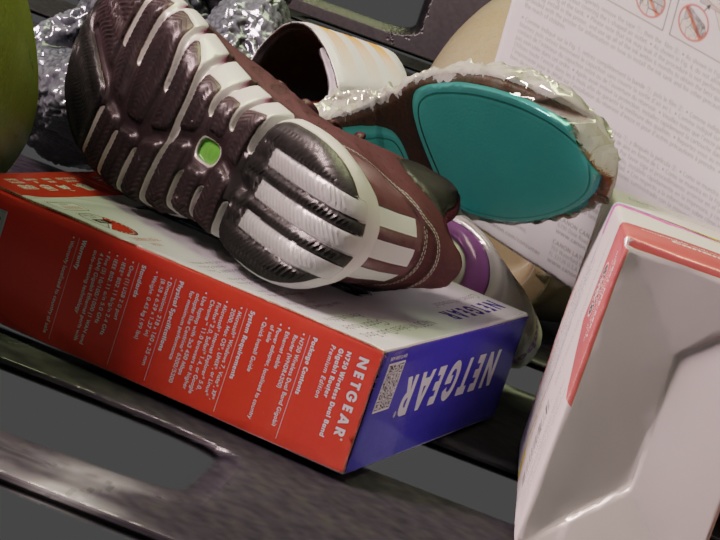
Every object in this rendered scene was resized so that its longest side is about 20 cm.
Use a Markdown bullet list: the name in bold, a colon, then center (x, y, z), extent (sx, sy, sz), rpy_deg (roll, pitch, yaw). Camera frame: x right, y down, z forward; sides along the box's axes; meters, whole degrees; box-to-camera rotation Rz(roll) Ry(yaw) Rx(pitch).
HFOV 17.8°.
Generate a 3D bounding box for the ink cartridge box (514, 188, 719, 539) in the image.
- **ink cartridge box**: center (0.108, 0.038, 0.874), extent (0.067, 0.117, 0.200), rpy_deg (19, 10, 1)

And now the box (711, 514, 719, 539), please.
- **box**: center (0.261, 0.055, 0.941), extent (0.163, 0.167, 0.200), rpy_deg (22, 9, 24)

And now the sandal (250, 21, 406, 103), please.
- **sandal**: center (-0.033, -0.081, 1.047), extent (0.205, 0.060, 0.079), rpy_deg (-5, 23, -37)

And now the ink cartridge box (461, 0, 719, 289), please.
- **ink cartridge box**: center (0.132, -0.076, 0.961), extent (0.162, 0.201, 0.057), rpy_deg (34, 30, 33)

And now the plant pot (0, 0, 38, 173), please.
- **plant pot**: center (-0.198, -0.087, 0.869), extent (0.186, 0.189, 0.200), rpy_deg (22, -5, 15)

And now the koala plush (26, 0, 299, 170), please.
- **koala plush**: center (-0.086, -0.151, 1.211), extent (0.182, 0.202, 0.177), rpy_deg (4, -15, 18)

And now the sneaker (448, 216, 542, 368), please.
- **sneaker**: center (0.000, 0.000, 1.085), extent (0.199, 0.075, 0.100), rpy_deg (27, -7, 39)

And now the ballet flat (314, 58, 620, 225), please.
- **ballet flat**: center (0.038, -0.059, 0.946), extent (0.071, 0.073, 0.199), rpy_deg (11, -7, -42)

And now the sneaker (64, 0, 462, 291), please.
- **sneaker**: center (-0.032, -0.041, 0.915), extent (0.115, 0.076, 0.200), rpy_deg (18, 18, -44)

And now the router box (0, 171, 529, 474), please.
- **router box**: center (-0.044, 0.013, 0.916), extent (0.178, 0.049, 0.200), rpy_deg (22, 10, 16)

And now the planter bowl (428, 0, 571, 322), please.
- **planter bowl**: center (0.100, -0.054, 1.251), extent (0.199, 0.202, 0.134), rpy_deg (26, 39, 34)
